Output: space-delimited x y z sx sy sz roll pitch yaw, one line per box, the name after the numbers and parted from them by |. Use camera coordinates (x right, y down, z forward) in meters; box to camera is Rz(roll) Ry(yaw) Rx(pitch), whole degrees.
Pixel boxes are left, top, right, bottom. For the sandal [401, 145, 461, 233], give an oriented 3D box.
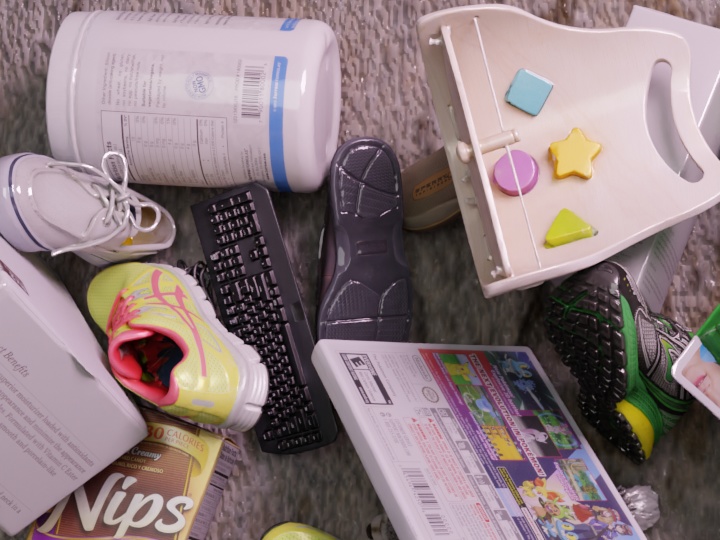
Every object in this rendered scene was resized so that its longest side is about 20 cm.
0.090 -0.093 1.330 0.200 0.054 0.080 -29 42 31 | sandal

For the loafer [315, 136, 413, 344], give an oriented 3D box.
0.000 0.000 1.369 0.072 0.063 0.200 2 94 -12 | loafer

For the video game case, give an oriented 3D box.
0.080 0.123 1.248 0.182 0.023 0.200 3 39 -30 | video game case

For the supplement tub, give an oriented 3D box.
-0.121 -0.127 1.372 0.200 0.132 0.132 4 79 10 | supplement tub

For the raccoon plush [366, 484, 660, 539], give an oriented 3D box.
0.105 0.165 1.274 0.200 0.134 0.097 -22 75 3 | raccoon plush

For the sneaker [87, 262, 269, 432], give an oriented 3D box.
-0.152 0.047 1.322 0.200 0.090 0.078 33 110 44 | sneaker

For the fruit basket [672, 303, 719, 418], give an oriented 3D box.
0.333 0.067 1.223 0.200 0.094 0.185 39 68 8 | fruit basket

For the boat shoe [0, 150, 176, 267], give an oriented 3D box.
-0.187 -0.043 1.321 0.086 0.202 0.075 -9 75 19 | boat shoe

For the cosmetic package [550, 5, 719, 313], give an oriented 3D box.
0.207 -0.075 1.323 0.085 0.108 0.200 18 79 21 | cosmetic package

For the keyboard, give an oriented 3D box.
-0.088 0.043 1.350 0.104 0.040 0.200 -19 86 39 | keyboard

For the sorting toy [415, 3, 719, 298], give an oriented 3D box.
0.149 -0.084 1.232 0.180 0.107 0.200 -14 73 3 | sorting toy

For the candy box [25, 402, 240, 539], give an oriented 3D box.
-0.181 0.200 1.350 0.117 0.056 0.200 18 80 13 | candy box

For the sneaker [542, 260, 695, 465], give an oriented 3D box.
0.186 0.050 1.266 0.085 0.200 0.078 -44 56 -13 | sneaker

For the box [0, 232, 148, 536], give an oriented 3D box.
-0.279 0.044 1.292 0.131 0.199 0.200 -36 47 -2 | box

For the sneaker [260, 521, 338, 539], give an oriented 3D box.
-0.009 0.261 1.286 0.078 0.090 0.200 -36 74 1 | sneaker
